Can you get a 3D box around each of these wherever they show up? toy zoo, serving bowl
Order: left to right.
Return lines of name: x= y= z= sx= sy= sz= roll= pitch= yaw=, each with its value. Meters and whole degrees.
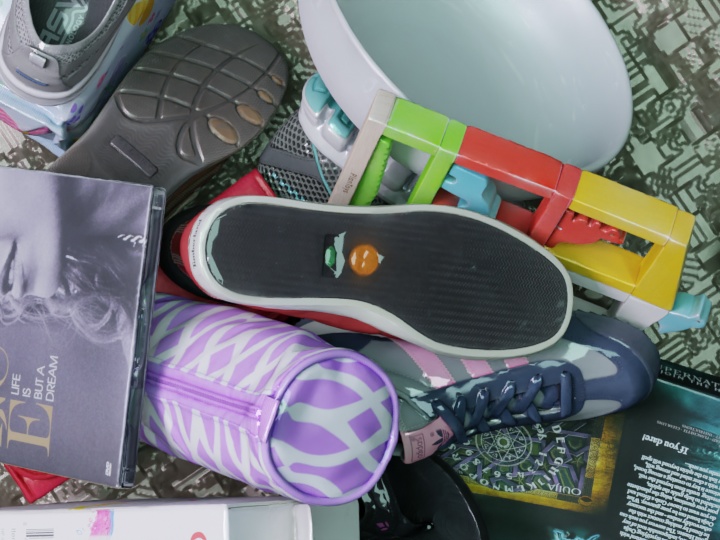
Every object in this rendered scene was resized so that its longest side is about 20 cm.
serving bowl: x=0.045 y=-0.112 z=1.506 sx=0.200 sy=0.200 sz=0.066 roll=45 pitch=128 yaw=2
toy zoo: x=0.084 y=-0.017 z=1.440 sx=0.199 sy=0.131 sz=0.021 roll=21 pitch=62 yaw=-2

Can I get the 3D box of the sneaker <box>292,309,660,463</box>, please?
sneaker: x=0.053 y=0.068 z=1.458 sx=0.199 sy=0.082 sz=0.070 roll=-3 pitch=129 yaw=11

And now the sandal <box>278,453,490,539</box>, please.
sandal: x=-0.021 y=0.105 z=1.517 sx=0.200 sy=0.048 sz=0.076 roll=35 pitch=118 yaw=19

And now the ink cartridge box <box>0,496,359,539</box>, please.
ink cartridge box: x=-0.092 y=0.182 z=1.462 sx=0.199 sy=0.125 sz=0.129 roll=-3 pitch=87 yaw=31

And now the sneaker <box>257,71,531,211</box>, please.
sneaker: x=0.027 y=-0.021 z=1.546 sx=0.200 sy=0.078 sz=0.091 roll=42 pitch=126 yaw=-12

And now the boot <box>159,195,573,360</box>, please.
boot: x=0.000 y=0.000 z=1.448 sx=0.199 sy=0.144 sz=0.073 roll=11 pitch=87 yaw=-13

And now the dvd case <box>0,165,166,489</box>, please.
dvd case: x=-0.184 y=0.021 z=1.447 sx=0.199 sy=0.016 sz=0.149 roll=8 pitch=93 yaw=38

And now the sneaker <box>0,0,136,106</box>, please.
sneaker: x=-0.121 y=-0.178 z=1.430 sx=0.074 sy=0.082 sz=0.201 roll=20 pitch=83 yaw=-9

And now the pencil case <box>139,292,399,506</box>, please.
pencil case: x=-0.065 y=0.060 z=1.410 sx=0.085 sy=0.200 sz=0.084 roll=22 pitch=84 yaw=-36

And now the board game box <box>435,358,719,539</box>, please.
board game box: x=0.104 y=0.098 z=1.529 sx=0.199 sy=0.028 sz=0.136 roll=18 pitch=114 yaw=1

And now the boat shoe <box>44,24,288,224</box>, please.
boat shoe: x=-0.116 y=-0.060 z=1.524 sx=0.076 sy=0.072 sz=0.200 roll=46 pitch=56 yaw=3

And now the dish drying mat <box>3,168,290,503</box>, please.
dish drying mat: x=-0.113 y=0.035 z=1.504 sx=0.200 sy=0.018 sz=0.077 roll=-36 pitch=101 yaw=-10

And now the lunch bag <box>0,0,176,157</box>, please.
lunch bag: x=-0.198 y=-0.180 z=1.520 sx=0.200 sy=0.127 sz=0.170 roll=32 pitch=83 yaw=3
